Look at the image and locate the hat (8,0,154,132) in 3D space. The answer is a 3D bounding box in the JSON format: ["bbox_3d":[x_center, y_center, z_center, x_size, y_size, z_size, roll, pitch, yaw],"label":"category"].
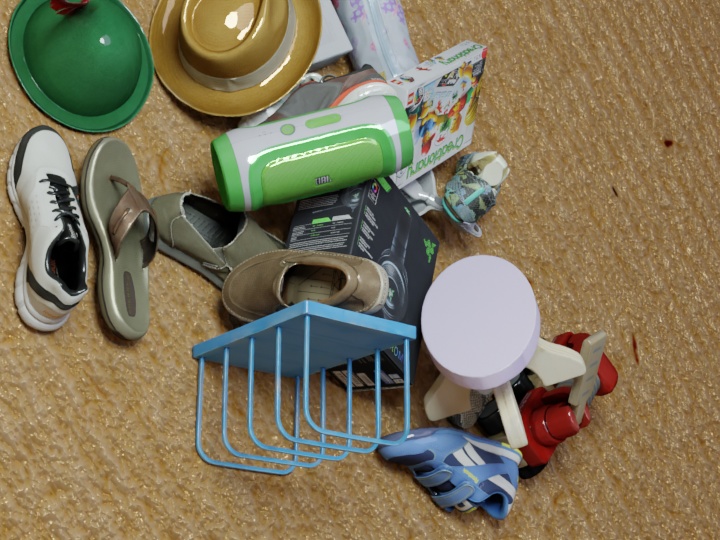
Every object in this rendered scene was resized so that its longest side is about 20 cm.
[{"bbox_3d":[-0.242,-0.241,1.414,0.166,0.175,0.201,48,49,-16],"label":"hat"}]

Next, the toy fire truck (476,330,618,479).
[{"bbox_3d":[0.247,0.130,1.679,0.129,0.199,0.176,52,48,-12],"label":"toy fire truck"}]

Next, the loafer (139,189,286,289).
[{"bbox_3d":[-0.134,-0.025,1.497,0.198,0.069,0.076,24,58,-32],"label":"loafer"}]

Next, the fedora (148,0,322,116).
[{"bbox_3d":[-0.135,-0.268,1.524,0.197,0.082,0.204,0,77,0],"label":"fedora"}]

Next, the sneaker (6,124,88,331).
[{"bbox_3d":[-0.288,-0.048,1.367,0.073,0.080,0.203,4,69,-38],"label":"sneaker"}]

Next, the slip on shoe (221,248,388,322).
[{"bbox_3d":[-0.067,0.016,1.414,0.060,0.198,0.077,11,84,-54],"label":"slip on shoe"}]

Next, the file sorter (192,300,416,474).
[{"bbox_3d":[-0.058,0.123,1.418,0.137,0.199,0.125,14,67,-36],"label":"file sorter"}]

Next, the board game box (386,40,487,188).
[{"bbox_3d":[0.081,-0.182,1.664,0.200,0.034,0.128,-35,140,-51],"label":"board game box"}]

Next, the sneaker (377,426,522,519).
[{"bbox_3d":[0.104,0.226,1.605,0.198,0.074,0.084,18,67,-32],"label":"sneaker"}]

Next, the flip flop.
[{"bbox_3d":[-0.228,-0.033,1.411,0.081,0.057,0.203,9,70,-56],"label":"flip flop"}]

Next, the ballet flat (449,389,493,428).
[{"bbox_3d":[0.141,0.083,1.691,0.067,0.075,0.203,27,57,-36],"label":"ballet flat"}]

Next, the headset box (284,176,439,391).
[{"bbox_3d":[0.000,0.000,1.554,0.174,0.092,0.202,49,43,-44],"label":"headset box"}]

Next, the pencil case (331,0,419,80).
[{"bbox_3d":[0.019,-0.288,1.711,0.082,0.091,0.203,-12,74,-18],"label":"pencil case"}]

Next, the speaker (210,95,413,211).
[{"bbox_3d":[-0.049,-0.120,1.460,0.197,0.088,0.090,-15,81,-11],"label":"speaker"}]

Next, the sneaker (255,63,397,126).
[{"bbox_3d":[-0.057,-0.160,1.541,0.078,0.198,0.082,68,-1,-46],"label":"sneaker"}]

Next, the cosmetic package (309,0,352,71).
[{"bbox_3d":[-0.112,-0.319,1.648,0.150,0.051,0.202,-25,91,-45],"label":"cosmetic package"}]

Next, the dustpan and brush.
[{"bbox_3d":[0.061,-0.095,1.703,0.199,0.057,0.141,40,51,-23],"label":"dustpan and brush"}]

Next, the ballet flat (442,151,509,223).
[{"bbox_3d":[0.149,-0.109,1.728,0.075,0.074,0.200,53,20,-11],"label":"ballet flat"}]

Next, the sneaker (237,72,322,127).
[{"bbox_3d":[-0.037,-0.174,1.610,0.198,0.081,0.070,5,25,-33],"label":"sneaker"}]

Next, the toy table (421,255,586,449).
[{"bbox_3d":[0.144,0.089,1.549,0.201,0.181,0.118,-79,153,-51],"label":"toy table"}]
